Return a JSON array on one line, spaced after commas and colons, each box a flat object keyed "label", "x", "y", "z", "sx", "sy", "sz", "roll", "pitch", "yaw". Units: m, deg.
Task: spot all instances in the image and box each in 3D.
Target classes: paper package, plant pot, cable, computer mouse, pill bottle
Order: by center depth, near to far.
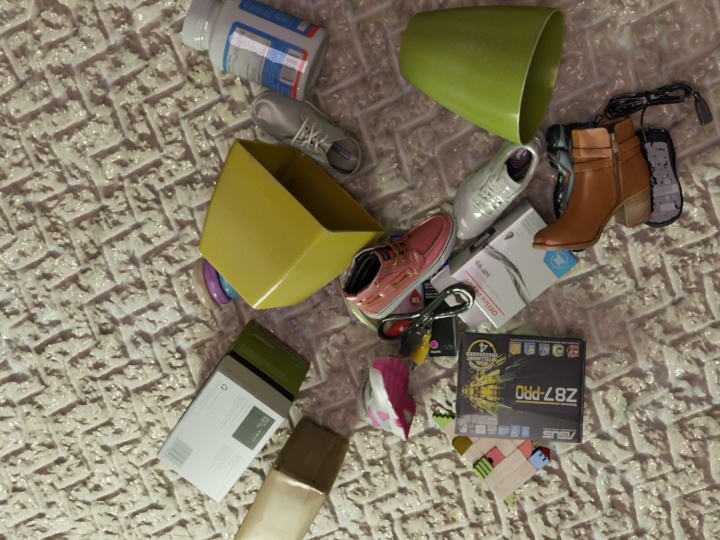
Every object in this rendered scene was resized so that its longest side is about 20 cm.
[{"label": "plant pot", "x": 0.161, "y": -0.291, "z": 1.393, "sx": 0.198, "sy": 0.187, "sz": 0.189, "roll": 18, "pitch": 112, "yaw": 20}, {"label": "computer mouse", "x": 0.445, "y": -0.172, "z": 1.434, "sx": 0.139, "sy": 0.046, "sz": 0.202, "roll": -17, "pitch": 97, "yaw": 23}, {"label": "pill bottle", "x": -0.154, "y": -0.335, "z": 1.460, "sx": 0.198, "sy": 0.112, "sz": 0.113, "roll": 23, "pitch": 112, "yaw": 3}, {"label": "plant pot", "x": -0.119, "y": -0.056, "z": 1.468, "sx": 0.200, "sy": 0.199, "sz": 0.177, "roll": 45, "pitch": 109, "yaw": 17}, {"label": "cable", "x": 0.097, "y": 0.071, "z": 1.535, "sx": 0.097, "sy": 0.050, "sz": 0.200, "roll": 40, "pitch": 123, "yaw": 2}, {"label": "paper package", "x": -0.116, "y": 0.377, "z": 1.657, "sx": 0.103, "sy": 0.191, "sz": 0.201, "roll": 28, "pitch": 111, "yaw": 3}]

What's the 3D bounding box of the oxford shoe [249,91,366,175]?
[{"label": "oxford shoe", "x": -0.075, "y": -0.205, "z": 1.496, "sx": 0.199, "sy": 0.058, "sz": 0.076, "roll": 30, "pitch": 106, "yaw": -14}]

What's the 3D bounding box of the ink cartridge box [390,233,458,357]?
[{"label": "ink cartridge box", "x": 0.101, "y": 0.041, "z": 1.583, "sx": 0.093, "sy": 0.037, "sz": 0.203, "roll": -3, "pitch": 106, "yaw": 12}]

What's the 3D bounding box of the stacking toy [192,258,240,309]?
[{"label": "stacking toy", "x": -0.165, "y": -0.003, "z": 1.599, "sx": 0.198, "sy": 0.085, "sz": 0.086, "roll": -16, "pitch": 105, "yaw": 11}]

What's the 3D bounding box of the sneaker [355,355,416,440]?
[{"label": "sneaker", "x": 0.031, "y": 0.204, "z": 1.596, "sx": 0.087, "sy": 0.082, "sz": 0.201, "roll": 8, "pitch": 143, "yaw": 17}]

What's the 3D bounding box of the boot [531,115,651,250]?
[{"label": "boot", "x": 0.313, "y": -0.120, "z": 1.393, "sx": 0.198, "sy": 0.074, "sz": 0.157, "roll": -22, "pitch": 109, "yaw": -18}]

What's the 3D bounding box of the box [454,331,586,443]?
[{"label": "box", "x": 0.248, "y": 0.181, "z": 1.555, "sx": 0.197, "sy": 0.049, "sz": 0.164, "roll": 4, "pitch": 87, "yaw": 3}]

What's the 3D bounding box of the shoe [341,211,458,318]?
[{"label": "shoe", "x": 0.059, "y": -0.018, "z": 1.484, "sx": 0.200, "sy": 0.091, "sz": 0.072, "roll": -47, "pitch": 55, "yaw": 7}]

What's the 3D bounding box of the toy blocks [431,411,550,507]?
[{"label": "toy blocks", "x": 0.232, "y": 0.266, "z": 1.611, "sx": 0.136, "sy": 0.100, "sz": 0.200, "roll": -41, "pitch": 88, "yaw": 8}]

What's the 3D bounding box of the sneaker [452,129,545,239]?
[{"label": "sneaker", "x": 0.197, "y": -0.125, "z": 1.470, "sx": 0.074, "sy": 0.100, "sz": 0.201, "roll": 33, "pitch": 113, "yaw": -4}]

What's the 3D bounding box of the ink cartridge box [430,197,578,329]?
[{"label": "ink cartridge box", "x": 0.214, "y": 0.002, "z": 1.509, "sx": 0.200, "sy": 0.067, "sz": 0.116, "roll": -41, "pitch": 103, "yaw": 12}]

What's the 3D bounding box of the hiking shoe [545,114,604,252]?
[{"label": "hiking shoe", "x": 0.328, "y": -0.121, "z": 1.460, "sx": 0.086, "sy": 0.075, "sz": 0.202, "roll": -10, "pitch": 114, "yaw": 2}]

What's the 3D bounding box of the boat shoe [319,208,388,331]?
[{"label": "boat shoe", "x": 0.000, "y": -0.001, "z": 1.568, "sx": 0.063, "sy": 0.073, "sz": 0.203, "roll": -23, "pitch": 96, "yaw": 22}]

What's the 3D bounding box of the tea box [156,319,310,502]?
[{"label": "tea box", "x": -0.202, "y": 0.224, "z": 1.617, "sx": 0.133, "sy": 0.197, "sz": 0.201, "roll": 36, "pitch": 111, "yaw": -4}]
